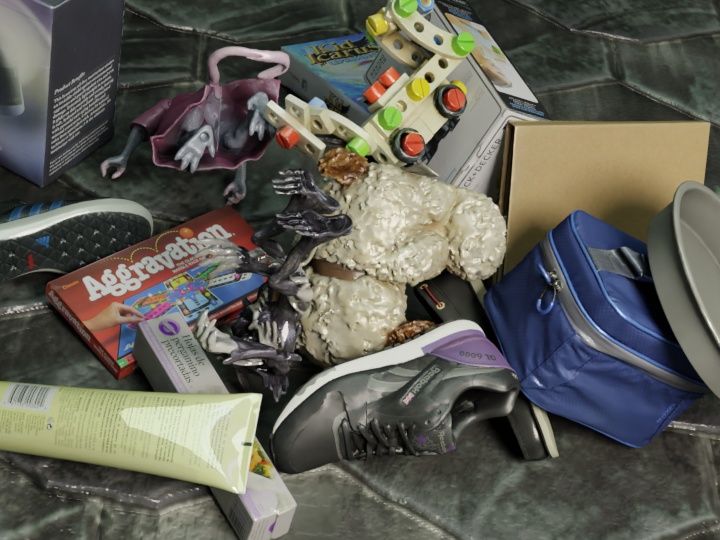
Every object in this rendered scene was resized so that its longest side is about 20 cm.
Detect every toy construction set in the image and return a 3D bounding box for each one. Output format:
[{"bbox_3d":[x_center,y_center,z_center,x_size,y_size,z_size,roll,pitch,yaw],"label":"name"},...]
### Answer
[{"bbox_3d":[0.018,-0.161,1.181,0.200,0.092,0.131,-45,100,-13],"label":"toy construction set"}]

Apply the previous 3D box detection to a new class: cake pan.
[{"bbox_3d":[0.288,0.026,1.093,0.200,0.037,0.201,37,39,-36],"label":"cake pan"}]

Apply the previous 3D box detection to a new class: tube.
[{"bbox_3d":[-0.176,0.118,1.015,0.199,0.058,0.052,5,17,6],"label":"tube"}]

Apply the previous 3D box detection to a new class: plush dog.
[{"bbox_3d":[0.000,0.000,1.138,0.200,0.172,0.160,10,-6,30],"label":"plush dog"}]

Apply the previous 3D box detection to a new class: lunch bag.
[{"bbox_3d":[0.207,0.040,1.130,0.200,0.132,0.136,24,34,-37],"label":"lunch bag"}]

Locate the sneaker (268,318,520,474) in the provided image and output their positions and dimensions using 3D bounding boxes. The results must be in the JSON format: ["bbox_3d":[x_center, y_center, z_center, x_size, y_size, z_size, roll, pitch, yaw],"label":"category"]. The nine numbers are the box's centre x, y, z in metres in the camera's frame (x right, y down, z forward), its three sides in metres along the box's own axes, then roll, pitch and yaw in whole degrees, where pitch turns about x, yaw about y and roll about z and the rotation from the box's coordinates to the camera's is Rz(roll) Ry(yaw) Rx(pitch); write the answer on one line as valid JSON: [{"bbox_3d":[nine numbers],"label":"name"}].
[{"bbox_3d":[0.028,0.110,1.057,0.200,0.076,0.088,-27,43,-13],"label":"sneaker"}]

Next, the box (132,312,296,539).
[{"bbox_3d":[-0.114,0.119,1.055,0.039,0.041,0.200,-15,53,-32],"label":"box"}]

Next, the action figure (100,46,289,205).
[{"bbox_3d":[-0.157,-0.141,1.270,0.134,0.149,0.200,9,7,-20],"label":"action figure"}]

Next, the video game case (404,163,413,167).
[{"bbox_3d":[0.153,-0.121,1.406,0.199,0.018,0.143,11,31,8],"label":"video game case"}]

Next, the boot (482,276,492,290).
[{"bbox_3d":[0.082,-0.042,1.293,0.199,0.075,0.107,16,35,2],"label":"boot"}]

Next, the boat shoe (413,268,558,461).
[{"bbox_3d":[0.107,0.081,1.166,0.063,0.074,0.202,-26,57,0],"label":"boat shoe"}]

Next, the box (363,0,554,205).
[{"bbox_3d":[0.086,-0.157,1.271,0.060,0.117,0.200,11,36,-35],"label":"box"}]

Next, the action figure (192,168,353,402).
[{"bbox_3d":[-0.082,0.018,1.061,0.102,0.200,0.119,10,37,-23],"label":"action figure"}]

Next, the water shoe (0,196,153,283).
[{"bbox_3d":[-0.277,-0.039,1.175,0.200,0.072,0.079,-10,41,-30],"label":"water shoe"}]

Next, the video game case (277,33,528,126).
[{"bbox_3d":[0.044,-0.198,1.454,0.200,0.046,0.181,-15,37,-31],"label":"video game case"}]

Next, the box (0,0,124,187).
[{"bbox_3d":[-0.332,-0.218,1.265,0.200,0.199,0.123,26,41,14],"label":"box"}]

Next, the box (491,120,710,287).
[{"bbox_3d":[0.215,-0.052,1.223,0.199,0.164,0.021,-3,16,-21],"label":"box"}]

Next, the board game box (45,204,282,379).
[{"bbox_3d":[-0.158,0.013,1.182,0.200,0.019,0.103,-28,63,-39],"label":"board game box"}]
